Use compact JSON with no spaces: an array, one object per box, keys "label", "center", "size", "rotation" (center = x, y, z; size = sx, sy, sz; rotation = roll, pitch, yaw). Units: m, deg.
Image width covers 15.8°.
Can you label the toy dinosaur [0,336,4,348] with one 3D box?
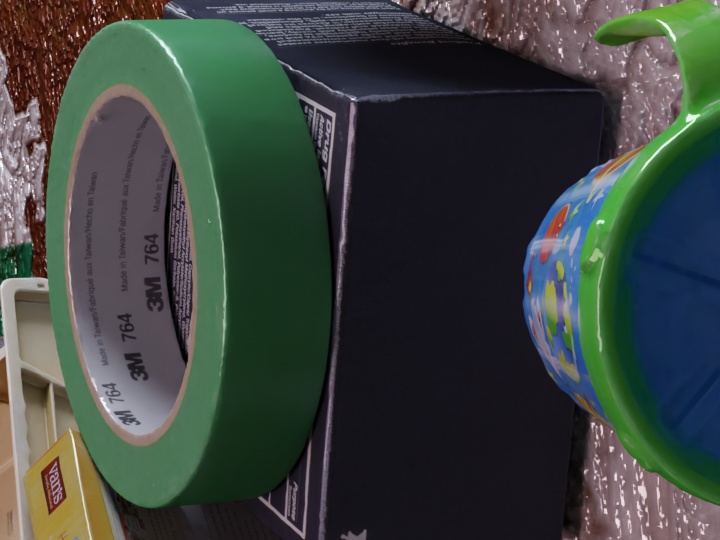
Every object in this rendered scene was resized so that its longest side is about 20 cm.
[{"label":"toy dinosaur","center":[-0.171,0.129,1.532],"size":[0.200,0.085,0.136],"rotation":[98,167,-58]}]

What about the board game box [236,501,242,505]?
[{"label":"board game box","center":[-0.092,0.017,1.286],"size":[0.151,0.046,0.201],"rotation":[1,79,48]}]

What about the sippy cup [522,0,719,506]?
[{"label":"sippy cup","center":[0.119,0.009,0.877],"size":[0.178,0.139,0.130],"rotation":[-69,15,-5]}]

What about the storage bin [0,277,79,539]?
[{"label":"storage bin","center":[-0.183,0.133,1.240],"size":[0.200,0.094,0.199],"rotation":[-37,49,38]}]

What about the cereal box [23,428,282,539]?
[{"label":"cereal box","center":[-0.051,0.163,1.138],"size":[0.040,0.200,0.144],"rotation":[-45,38,22]}]

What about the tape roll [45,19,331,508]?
[{"label":"tape roll","center":[-0.075,-0.003,1.073],"size":[0.200,0.048,0.201],"rotation":[12,104,63]}]

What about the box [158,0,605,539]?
[{"label":"box","center":[0.000,0.000,1.108],"size":[0.198,0.123,0.201],"rotation":[-146,57,-60]}]
